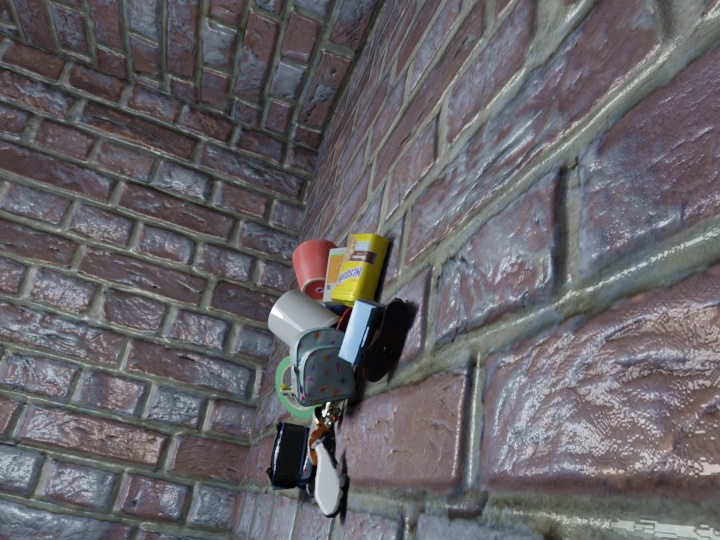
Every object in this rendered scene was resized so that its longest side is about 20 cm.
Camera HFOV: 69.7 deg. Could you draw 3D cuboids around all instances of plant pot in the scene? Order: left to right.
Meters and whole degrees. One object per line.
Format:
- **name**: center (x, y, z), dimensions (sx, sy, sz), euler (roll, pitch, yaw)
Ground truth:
- **plant pot**: center (-0.165, 0.011, 2.014), dimensions (0.179, 0.198, 0.201), euler (-101, 29, -41)

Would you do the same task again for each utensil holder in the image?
- **utensil holder**: center (-0.161, 0.173, 1.598), dimensions (0.170, 0.199, 0.171), euler (-40, -32, -32)

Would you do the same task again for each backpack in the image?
- **backpack**: center (-0.214, 0.589, 1.598), dimensions (0.201, 0.132, 0.184), euler (104, 175, -50)
- **backpack**: center (-0.101, 0.251, 1.383), dimensions (0.153, 0.173, 0.203), euler (143, 120, -73)

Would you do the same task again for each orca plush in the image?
- **orca plush**: center (-0.083, 0.524, 1.288), dimensions (0.200, 0.104, 0.072), euler (50, 165, 47)

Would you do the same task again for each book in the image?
- **book**: center (-0.041, 0.015, 1.632), dimensions (0.048, 0.132, 0.202), euler (59, -151, -46)

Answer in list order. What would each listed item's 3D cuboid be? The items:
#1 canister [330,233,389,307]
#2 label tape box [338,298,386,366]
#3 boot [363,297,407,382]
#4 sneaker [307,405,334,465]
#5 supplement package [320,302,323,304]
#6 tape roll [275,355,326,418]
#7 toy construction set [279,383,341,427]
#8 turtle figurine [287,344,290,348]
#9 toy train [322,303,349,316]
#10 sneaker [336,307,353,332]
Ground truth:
- **canister**: center (0.000, 0.000, 1.498), dimensions (0.148, 0.086, 0.203), euler (0, 71, 54)
- **label tape box**: center (0.001, 0.146, 1.259), dimensions (0.200, 0.065, 0.145), euler (12, -84, -76)
- **boot**: center (0.062, 0.156, 1.199), dimensions (0.097, 0.074, 0.202), euler (-60, -8, -79)
- **sneaker**: center (-0.116, 0.490, 1.487), dimensions (0.201, 0.075, 0.093), euler (-84, 9, -63)
- **supplement package**: center (-0.216, 0.191, 2.098), dimensions (0.200, 0.120, 0.121), euler (133, 151, -59)
- **tape roll**: center (-0.181, 0.362, 1.640), dimensions (0.048, 0.199, 0.203), euler (-10, -52, -56)
- **toy construction set**: center (-0.126, 0.359, 1.499), dimensions (0.131, 0.199, 0.093), euler (-33, -42, -39)
- **turtle figurine**: center (-0.160, 0.315, 1.718), dimensions (0.100, 0.148, 0.202), euler (-10, 103, 65)
- **toy train**: center (-0.070, 0.101, 1.711), dimensions (0.202, 0.086, 0.114), euler (-67, 18, 9)
- **sneaker**: center (-0.054, 0.207, 1.540), dimensions (0.115, 0.077, 0.203), euler (171, 116, -73)
